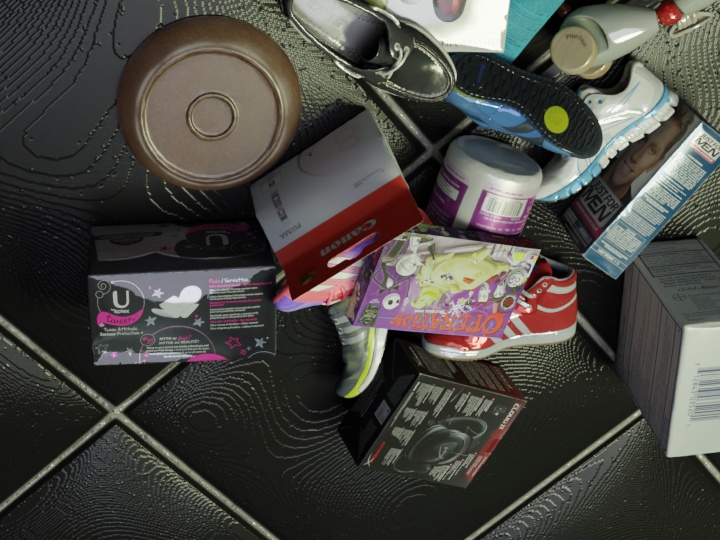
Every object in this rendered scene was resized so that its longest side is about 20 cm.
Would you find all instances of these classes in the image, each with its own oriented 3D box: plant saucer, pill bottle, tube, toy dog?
[{"bbox_3d":[-0.159,-0.170,1.335,0.199,0.035,0.201,-5,119,-9],"label":"plant saucer"},{"bbox_3d":[0.123,-0.042,1.420,0.112,0.112,0.201,11,117,-17],"label":"pill bottle"},{"bbox_3d":[0.171,-0.276,1.312,0.077,0.051,0.200,27,134,-19],"label":"tube"},{"bbox_3d":[0.281,-0.284,1.330,0.199,0.132,0.097,-26,83,-1],"label":"toy dog"}]

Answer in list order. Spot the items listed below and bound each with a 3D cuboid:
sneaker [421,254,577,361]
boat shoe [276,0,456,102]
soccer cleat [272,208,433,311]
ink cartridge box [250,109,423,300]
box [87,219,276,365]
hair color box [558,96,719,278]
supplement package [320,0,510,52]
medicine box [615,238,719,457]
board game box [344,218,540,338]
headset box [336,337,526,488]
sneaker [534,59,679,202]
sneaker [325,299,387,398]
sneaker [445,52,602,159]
[{"bbox_3d":[0.169,0.040,1.499,0.199,0.071,0.113,-10,125,-15],"label":"sneaker"},{"bbox_3d":[0.010,-0.211,1.157,0.200,0.060,0.074,34,108,-24],"label":"boat shoe"},{"bbox_3d":[0.000,0.000,1.341,0.199,0.067,0.077,-32,90,-21],"label":"soccer cleat"},{"bbox_3d":[-0.031,-0.074,1.317,0.162,0.200,0.057,-32,117,7],"label":"ink cartridge box"},{"bbox_3d":[-0.196,0.019,1.376,0.199,0.132,0.115,-2,117,-10],"label":"box"},{"bbox_3d":[0.324,-0.099,1.436,0.060,0.100,0.200,32,108,-24],"label":"hair color box"},{"bbox_3d":[0.045,-0.330,1.220,0.190,0.147,0.201,-3,119,-10],"label":"supplement package"},{"bbox_3d":[0.389,0.088,1.496,0.102,0.200,0.183,-5,120,-7],"label":"medicine box"},{"bbox_3d":[0.090,0.012,1.349,0.199,0.032,0.120,6,122,-31],"label":"board game box"},{"bbox_3d":[0.096,0.181,1.542,0.199,0.077,0.149,16,116,-36],"label":"headset box"},{"bbox_3d":[0.256,-0.161,1.414,0.200,0.075,0.087,-42,108,7],"label":"sneaker"},{"bbox_3d":[-0.005,0.060,1.485,0.080,0.074,0.201,15,114,-2],"label":"sneaker"},{"bbox_3d":[0.171,-0.178,1.370,0.199,0.078,0.066,25,76,-12],"label":"sneaker"}]
